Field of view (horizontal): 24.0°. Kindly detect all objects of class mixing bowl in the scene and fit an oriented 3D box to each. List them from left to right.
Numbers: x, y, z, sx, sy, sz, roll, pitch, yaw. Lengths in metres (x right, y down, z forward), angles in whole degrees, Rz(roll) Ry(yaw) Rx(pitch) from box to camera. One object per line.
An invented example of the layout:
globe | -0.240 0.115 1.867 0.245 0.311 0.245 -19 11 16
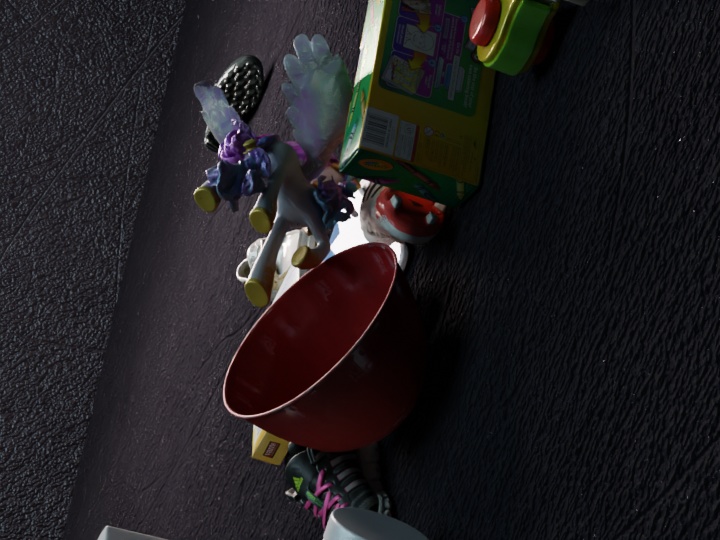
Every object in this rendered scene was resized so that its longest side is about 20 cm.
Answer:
mixing bowl | -0.013 0.085 1.491 0.199 0.108 0.201 -35 25 19

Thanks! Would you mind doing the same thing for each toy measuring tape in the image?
toy measuring tape | 0.135 -0.195 1.381 0.200 0.073 0.074 -155 82 -75

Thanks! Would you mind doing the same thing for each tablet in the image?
tablet | 0.000 0.000 1.735 0.200 0.014 0.131 -126 52 -62

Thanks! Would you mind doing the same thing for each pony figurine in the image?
pony figurine | -0.074 -0.093 1.562 0.165 0.194 0.200 -16 23 33

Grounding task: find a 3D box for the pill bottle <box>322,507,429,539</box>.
pill bottle | -0.014 0.296 1.332 0.112 0.111 0.202 -133 60 -73

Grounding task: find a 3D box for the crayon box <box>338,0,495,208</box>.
crayon box | 0.058 -0.171 1.537 0.058 0.118 0.202 138 146 -62

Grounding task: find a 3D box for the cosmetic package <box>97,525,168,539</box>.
cosmetic package | -0.195 0.390 1.723 0.166 0.198 0.166 -90 22 -45

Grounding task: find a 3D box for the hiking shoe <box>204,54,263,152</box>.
hiking shoe | -0.203 -0.277 2.671 0.201 0.074 0.087 121 158 -45

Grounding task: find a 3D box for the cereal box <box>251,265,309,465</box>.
cereal box | -0.080 0.097 1.913 0.201 0.039 0.144 -90 22 -47

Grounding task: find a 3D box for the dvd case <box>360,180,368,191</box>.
dvd case | 0.019 -0.159 1.848 0.150 0.024 0.202 131 150 -58

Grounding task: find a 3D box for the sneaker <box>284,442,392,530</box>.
sneaker | -0.026 0.202 1.521 0.201 0.087 0.074 -100 30 -58

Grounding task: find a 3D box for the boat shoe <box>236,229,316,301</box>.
boat shoe | -0.105 -0.009 2.053 0.200 0.069 0.071 141 144 -64

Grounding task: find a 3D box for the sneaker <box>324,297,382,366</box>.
sneaker | -0.020 0.076 1.608 0.082 0.087 0.201 -114 41 -54

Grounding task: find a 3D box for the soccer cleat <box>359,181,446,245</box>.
soccer cleat | 0.034 -0.052 1.599 0.086 0.068 0.200 -63 13 18
